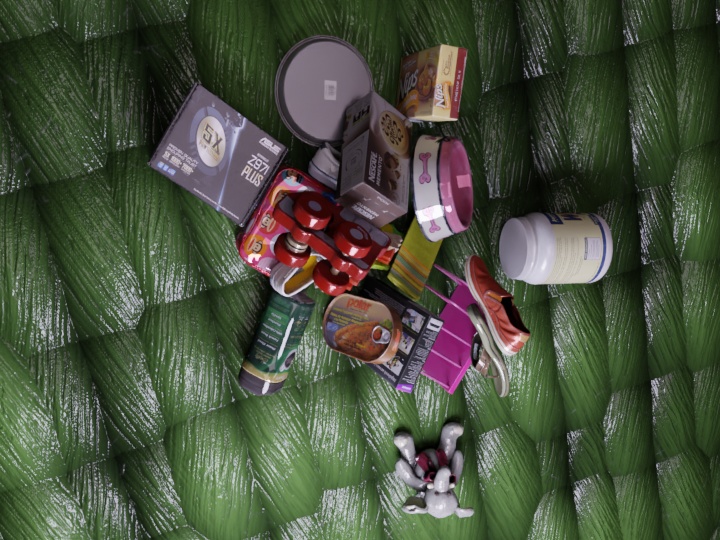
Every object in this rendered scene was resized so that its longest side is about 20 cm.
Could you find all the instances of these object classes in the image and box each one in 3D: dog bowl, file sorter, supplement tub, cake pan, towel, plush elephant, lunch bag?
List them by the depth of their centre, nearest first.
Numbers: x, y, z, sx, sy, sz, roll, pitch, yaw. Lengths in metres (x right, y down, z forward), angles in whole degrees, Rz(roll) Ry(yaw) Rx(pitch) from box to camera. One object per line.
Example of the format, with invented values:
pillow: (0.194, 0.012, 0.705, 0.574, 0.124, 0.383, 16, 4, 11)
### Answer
cake pan: (-0.063, -0.336, 1.157, 0.194, 0.037, 0.207, -3, 101, -15)
dog bowl: (0.160, -0.159, 1.167, 0.072, 0.200, 0.206, -4, 106, 25)
lunch bag: (-0.126, -0.078, 1.174, 0.174, 0.082, 0.203, 29, 93, -23)
towel: (0.121, -0.047, 1.229, 0.085, 0.018, 0.204, 37, 64, -26)
file sorter: (0.161, 0.108, 1.239, 0.124, 0.139, 0.203, 31, 92, -33)
supplement tub: (0.404, -0.046, 1.284, 0.194, 0.145, 0.150, -1, 102, -15)
plush elephant: (0.160, 0.450, 1.312, 0.159, 0.155, 0.207, 0, 101, -15)

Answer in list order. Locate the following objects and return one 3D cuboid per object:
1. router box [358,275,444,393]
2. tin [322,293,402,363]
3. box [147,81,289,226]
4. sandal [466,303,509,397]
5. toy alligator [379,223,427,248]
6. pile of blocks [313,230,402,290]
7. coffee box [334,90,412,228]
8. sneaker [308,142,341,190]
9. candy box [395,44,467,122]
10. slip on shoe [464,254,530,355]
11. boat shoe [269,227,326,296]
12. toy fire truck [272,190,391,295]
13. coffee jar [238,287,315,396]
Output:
router box: (0.054, 0.118, 1.195, 0.050, 0.199, 0.152, 22, 97, -42)
tin: (0.002, 0.110, 1.186, 0.041, 0.197, 0.115, 14, 89, -42)
box: (-0.253, -0.205, 1.106, 0.198, 0.086, 0.166, 34, 91, -18)
sandal: (0.233, 0.154, 1.177, 0.056, 0.080, 0.205, -25, 111, 4)
toy alligator: (0.046, -0.076, 1.235, 0.195, 0.059, 0.056, 11, 56, -24)
pile of blocks: (0.000, 0.000, 1.204, 0.196, 0.063, 0.082, -28, 152, 15)
coffee box: (0.027, -0.197, 1.100, 0.112, 0.079, 0.205, 29, 54, -35)
sneaker: (-0.003, -0.175, 1.179, 0.196, 0.074, 0.072, 24, 120, -17)
candy box: (0.122, -0.335, 1.121, 0.054, 0.200, 0.119, 4, 101, -17)
slip on shoe: (0.252, 0.054, 1.134, 0.073, 0.204, 0.061, 9, 140, -44)
boat shoe: (-0.074, -0.020, 1.128, 0.197, 0.070, 0.072, -33, 123, -15)
toy fire truck: (-0.050, -0.068, 1.069, 0.198, 0.168, 0.113, 35, 123, 2)
coffee jar: (-0.163, 0.137, 1.189, 0.083, 0.104, 0.205, 23, 95, 13)
